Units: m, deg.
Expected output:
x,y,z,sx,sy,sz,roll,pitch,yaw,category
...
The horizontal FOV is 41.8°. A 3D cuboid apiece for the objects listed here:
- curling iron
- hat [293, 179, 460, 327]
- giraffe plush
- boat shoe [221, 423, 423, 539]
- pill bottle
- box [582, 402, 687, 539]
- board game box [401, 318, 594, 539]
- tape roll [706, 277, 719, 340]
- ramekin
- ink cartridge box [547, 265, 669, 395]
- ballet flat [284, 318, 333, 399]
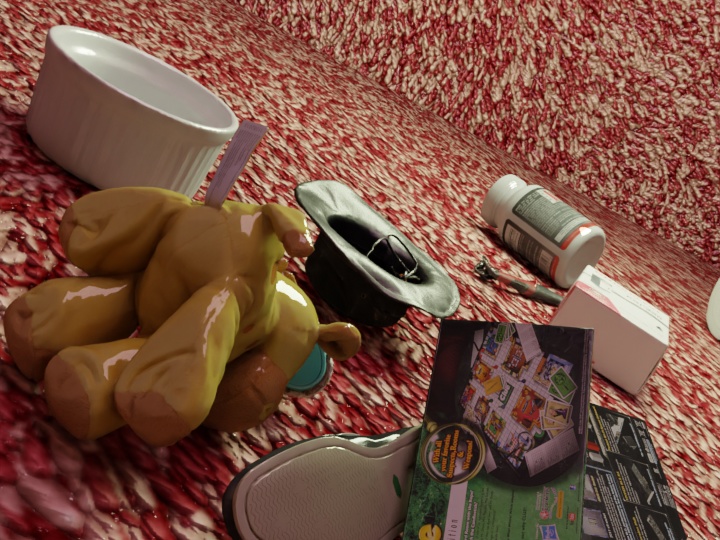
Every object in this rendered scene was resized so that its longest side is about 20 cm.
x,y,z,sx,sy,sz,roll,pitch,yaw,category
0.241,0.019,1.376,0.198,0.026,0.050,19,23,-34,curling iron
0.000,0.000,0.934,0.199,0.081,0.201,32,22,-15,hat
-0.091,0.032,0.591,0.172,0.200,0.163,37,-11,33,giraffe plush
-0.013,0.136,0.573,0.198,0.067,0.073,0,77,-52,boat shoe
0.303,-0.071,1.587,0.115,0.117,0.200,8,28,-51,pill bottle
0.150,0.177,0.611,0.156,0.050,0.202,19,42,-31,box
0.084,0.118,0.567,0.103,0.024,0.202,5,52,13,board game box
0.819,0.077,1.899,0.138,0.205,0.203,26,17,-14,tape roll
-0.228,-0.148,0.928,0.198,0.099,0.201,27,18,-9,ramekin
0.342,0.076,1.291,0.145,0.086,0.200,34,15,11,ink cartridge box
-0.095,0.026,0.723,0.199,0.076,0.064,41,-15,15,ballet flat
